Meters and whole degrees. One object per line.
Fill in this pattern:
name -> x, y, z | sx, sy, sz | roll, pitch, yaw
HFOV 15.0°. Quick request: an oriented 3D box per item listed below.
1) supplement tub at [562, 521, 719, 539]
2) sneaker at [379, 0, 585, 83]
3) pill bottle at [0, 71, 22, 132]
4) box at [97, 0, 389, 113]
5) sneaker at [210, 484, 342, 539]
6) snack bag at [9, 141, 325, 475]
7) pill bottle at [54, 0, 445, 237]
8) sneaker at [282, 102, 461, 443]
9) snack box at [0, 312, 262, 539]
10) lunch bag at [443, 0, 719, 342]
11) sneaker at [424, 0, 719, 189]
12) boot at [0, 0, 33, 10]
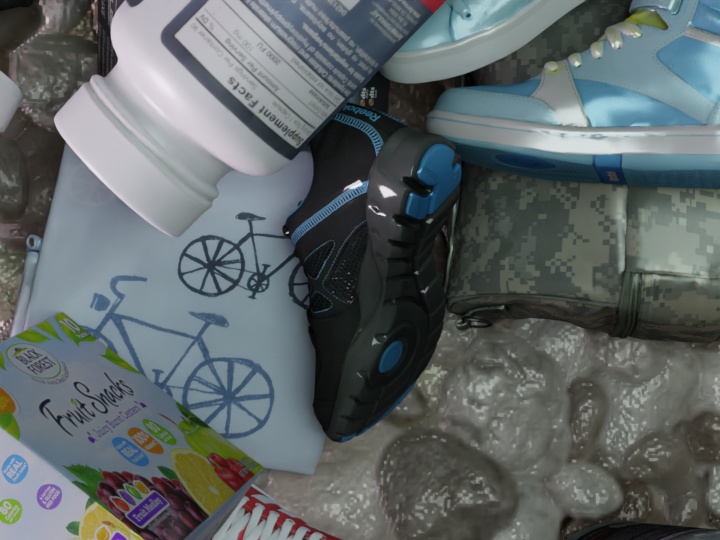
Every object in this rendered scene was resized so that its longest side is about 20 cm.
supplement tub -> 0.173, 0.202, 1.506 | 0.122, 0.200, 0.123 | 1, 86, -15
sneaker -> 0.085, -0.177, 1.471 | 0.200, 0.074, 0.082 | -32, 120, -11
pill bottle -> -0.268, -0.032, 1.434 | 0.116, 0.116, 0.200 | 32, 81, -12
box -> -0.063, -0.125, 1.492 | 0.157, 0.050, 0.201 | -4, 116, -17
sneaker -> -0.042, 0.161, 1.492 | 0.200, 0.112, 0.071 | 31, 79, -12
snack bag -> -0.093, 0.008, 1.499 | 0.188, 0.021, 0.201 | 10, 107, -14
pill bottle -> -0.057, -0.119, 1.398 | 0.120, 0.120, 0.200 | 44, 96, -9
sneaker -> 0.000, 0.000, 1.473 | 0.073, 0.082, 0.201 | -27, 138, -46
snack box -> -0.139, 0.095, 1.382 | 0.142, 0.200, 0.053 | 36, 103, 4
lunch bag -> 0.131, -0.062, 1.543 | 0.167, 0.139, 0.201 | 4, 83, 1
sneaker -> 0.136, -0.114, 1.446 | 0.199, 0.080, 0.131 | 4, 83, 2
boot -> -0.142, -0.249, 1.498 | 0.157, 0.079, 0.212 | -11, 105, -13
